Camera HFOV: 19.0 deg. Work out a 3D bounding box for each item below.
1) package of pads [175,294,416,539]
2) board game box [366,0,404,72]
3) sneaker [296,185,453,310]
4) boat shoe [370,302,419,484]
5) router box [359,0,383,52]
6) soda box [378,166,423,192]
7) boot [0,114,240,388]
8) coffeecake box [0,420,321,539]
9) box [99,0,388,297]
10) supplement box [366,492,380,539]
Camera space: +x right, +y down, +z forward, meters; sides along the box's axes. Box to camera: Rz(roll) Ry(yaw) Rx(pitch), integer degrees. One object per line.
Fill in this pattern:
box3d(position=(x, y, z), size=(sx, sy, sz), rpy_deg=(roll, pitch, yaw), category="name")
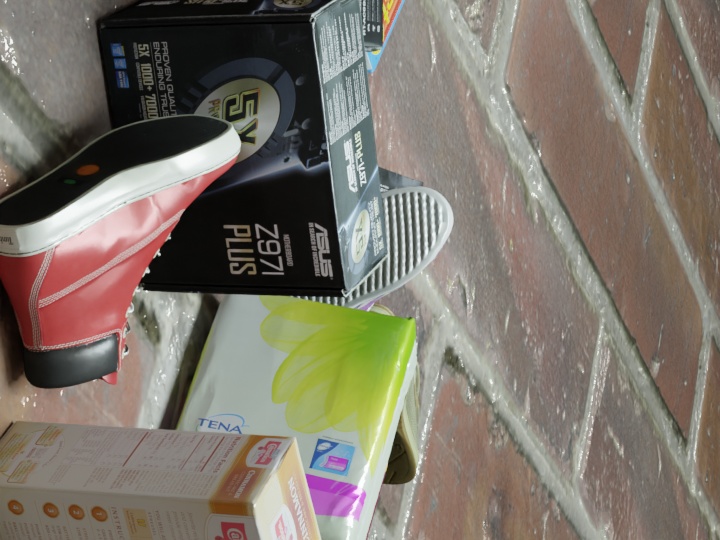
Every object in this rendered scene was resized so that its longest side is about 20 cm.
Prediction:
box3d(position=(-0.055, 0.116, 1.582), size=(0.068, 0.154, 0.201), rpy_deg=(82, 23, -57), category="package of pads")
box3d(position=(-0.012, -0.301, 1.786), size=(0.196, 0.056, 0.200), rpy_deg=(69, 31, -42), category="board game box")
box3d(position=(-0.001, 0.000, 1.697), size=(0.073, 0.200, 0.114), rpy_deg=(56, 19, 8), category="sneaker")
box3d(position=(0.019, 0.098, 1.869), size=(0.063, 0.073, 0.201), rpy_deg=(-74, 157, -47), category="boat shoe")
box3d(position=(-0.063, -0.256, 1.544), size=(0.062, 0.149, 0.201), rpy_deg=(-8, 98, -67), category="router box")
box3d(position=(-0.015, -0.055, 1.771), size=(0.200, 0.070, 0.064), rpy_deg=(15, 77, -67), category="soda box")
box3d(position=(-0.151, -0.009, 1.413), size=(0.200, 0.072, 0.145), rpy_deg=(-33, 126, -36), category="boot")
box3d(position=(-0.127, 0.180, 1.351), size=(0.073, 0.199, 0.154), rpy_deg=(-57, 142, -51), category="coffeecake box")
box3d(position=(-0.079, -0.089, 1.499), size=(0.086, 0.163, 0.201), rpy_deg=(-43, 131, -60), category="box")
box3d(position=(-0.054, 0.204, 1.675), size=(0.110, 0.085, 0.201), rpy_deg=(63, 36, -49), category="supplement box")
